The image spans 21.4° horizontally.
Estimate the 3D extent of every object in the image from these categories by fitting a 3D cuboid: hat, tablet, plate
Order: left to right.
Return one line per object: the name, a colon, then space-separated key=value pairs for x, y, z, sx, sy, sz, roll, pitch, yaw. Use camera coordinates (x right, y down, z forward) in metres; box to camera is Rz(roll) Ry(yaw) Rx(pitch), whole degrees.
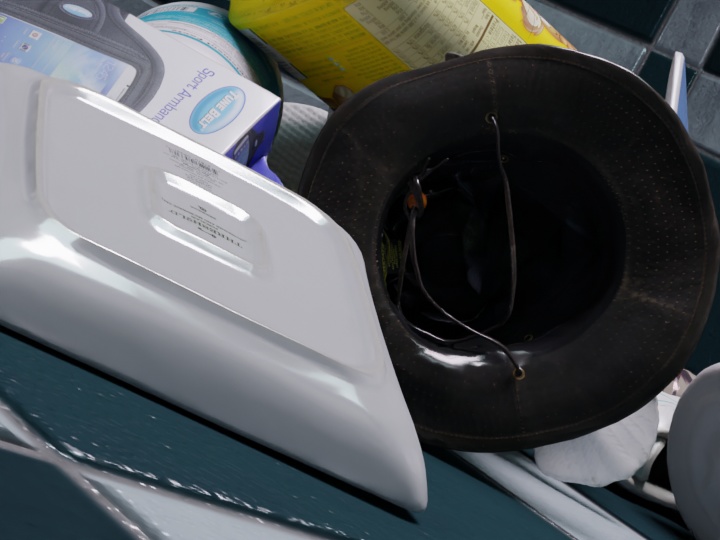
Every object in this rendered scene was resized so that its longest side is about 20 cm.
plate: x=-0.065 y=-0.009 z=0.725 sx=0.199 sy=0.032 sz=0.200 roll=26 pitch=20 yaw=-20
hat: x=0.064 y=-0.007 z=0.895 sx=0.200 sy=0.202 sz=0.081 roll=28 pitch=-7 yaw=0
tablet: x=0.204 y=-0.033 z=1.271 sx=0.014 sy=0.201 sz=0.131 roll=2 pitch=-40 yaw=14

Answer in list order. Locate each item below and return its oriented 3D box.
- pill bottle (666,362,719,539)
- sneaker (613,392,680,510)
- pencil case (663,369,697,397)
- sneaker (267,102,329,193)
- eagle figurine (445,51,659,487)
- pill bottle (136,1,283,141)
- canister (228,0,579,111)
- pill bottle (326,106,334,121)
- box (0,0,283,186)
pill bottle: x=0.280 y=0.102 z=1.070 sx=0.199 sy=0.112 sz=0.111 roll=-1 pitch=20 yaw=-31
sneaker: x=0.142 y=0.083 z=1.114 sx=0.199 sy=0.071 sz=0.080 roll=27 pitch=13 yaw=-7
pencil case: x=0.165 y=0.082 z=1.201 sx=0.199 sy=0.078 sz=0.089 roll=28 pitch=-5 yaw=-9
sneaker: x=-0.063 y=-0.036 z=1.188 sx=0.078 sy=0.080 sz=0.200 roll=17 pitch=26 yaw=12
eagle figurine: x=0.067 y=0.011 z=0.987 sx=0.150 sy=0.152 sz=0.200 roll=-7 pitch=-42 yaw=38
pill bottle: x=-0.103 y=-0.077 z=1.014 sx=0.110 sy=0.111 sz=0.200 roll=28 pitch=15 yaw=-4
canister: x=0.041 y=-0.113 z=1.045 sx=0.200 sy=0.087 sz=0.148 roll=38 pitch=-24 yaw=-27
pill bottle: x=0.082 y=-0.067 z=1.211 sx=0.198 sy=0.110 sz=0.109 roll=-1 pitch=-1 yaw=9
box: x=-0.131 y=-0.070 z=0.863 sx=0.199 sy=0.042 sz=0.119 roll=28 pitch=48 yaw=15
